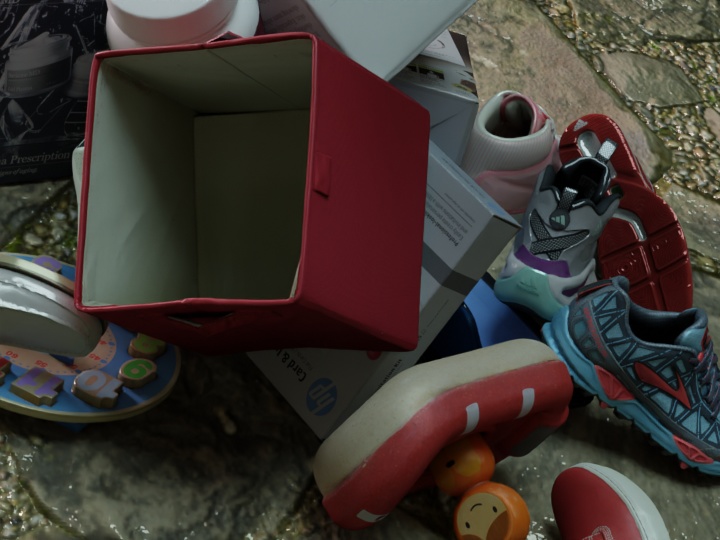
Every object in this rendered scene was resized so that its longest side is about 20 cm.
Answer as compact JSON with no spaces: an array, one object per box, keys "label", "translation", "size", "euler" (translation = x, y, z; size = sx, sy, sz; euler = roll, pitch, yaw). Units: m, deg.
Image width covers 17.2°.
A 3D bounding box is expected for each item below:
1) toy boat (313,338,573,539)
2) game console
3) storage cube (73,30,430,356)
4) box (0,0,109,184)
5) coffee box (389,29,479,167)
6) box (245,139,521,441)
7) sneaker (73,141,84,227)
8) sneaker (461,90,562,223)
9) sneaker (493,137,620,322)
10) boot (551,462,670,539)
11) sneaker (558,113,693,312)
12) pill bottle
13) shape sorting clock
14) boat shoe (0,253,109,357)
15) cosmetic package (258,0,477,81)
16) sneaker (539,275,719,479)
[{"label":"toy boat","translation":[0.068,0.134,1.595],"size":[0.200,0.131,0.131],"euler":[-13,67,-41]},{"label":"game console","translation":[0.075,0.010,1.777],"size":[0.170,0.119,0.200],"euler":[-8,41,-36]},{"label":"storage cube","translation":[-0.067,-0.045,1.584],"size":[0.171,0.201,0.180],"euler":[-3,-14,26]},{"label":"box","translation":[-0.267,-0.168,1.813],"size":[0.200,0.182,0.104],"euler":[-9,40,-36]},{"label":"coffee box","translation":[0.040,-0.126,1.941],"size":[0.080,0.113,0.200],"euler":[15,21,-7]},{"label":"box","translation":[0.000,0.000,1.679],"size":[0.041,0.200,0.156],"euler":[22,20,-50]},{"label":"sneaker","translation":[-0.141,-0.059,1.725],"size":[0.074,0.119,0.200],"euler":[-4,6,23]},{"label":"sneaker","translation":[0.155,-0.101,2.006],"size":[0.200,0.105,0.075],"euler":[-14,42,-43]},{"label":"sneaker","translation":[0.165,-0.037,1.834],"size":[0.078,0.140,0.200],"euler":[22,7,5]},{"label":"boot","translation":[0.133,0.203,1.555],"size":[0.144,0.073,0.200],"euler":[1,39,-23]},{"label":"sneaker","translation":[0.237,-0.029,1.963],"size":[0.115,0.078,0.200],"euler":[29,40,-62]},{"label":"pill bottle","translation":[-0.124,-0.159,1.760],"size":[0.114,0.200,0.114],"euler":[-4,56,6]},{"label":"shape sorting clock","translation":[-0.221,0.041,1.648],"size":[0.199,0.039,0.200],"euler":[14,32,-9]},{"label":"boat shoe","translation":[-0.267,0.025,1.564],"size":[0.200,0.075,0.069],"euler":[16,54,-1]},{"label":"cosmetic package","translation":[-0.031,-0.247,1.822],"size":[0.166,0.167,0.200],"euler":[-45,104,-23]},{"label":"sneaker","translation":[0.233,0.077,1.742],"size":[0.200,0.096,0.079],"euler":[33,24,-19]}]
